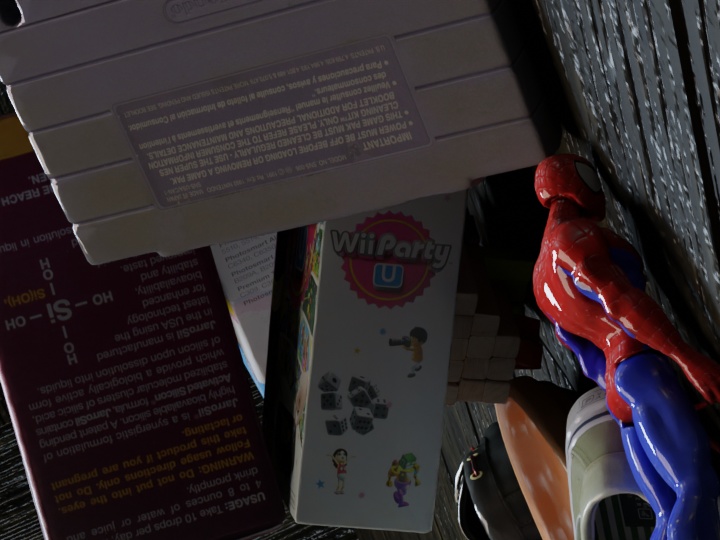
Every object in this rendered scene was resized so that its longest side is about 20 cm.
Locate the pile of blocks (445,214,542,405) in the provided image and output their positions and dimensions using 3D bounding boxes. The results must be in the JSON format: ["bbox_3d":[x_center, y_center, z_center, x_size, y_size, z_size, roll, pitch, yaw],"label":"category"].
[{"bbox_3d":[0.051,0.008,1.028,0.200,0.062,0.082,-136,51,-77],"label":"pile of blocks"}]

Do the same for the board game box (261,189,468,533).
[{"bbox_3d":[0.000,0.000,0.964,0.148,0.064,0.200,-149,65,-79],"label":"board game box"}]

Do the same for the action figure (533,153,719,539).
[{"bbox_3d":[0.102,0.047,0.759,0.065,0.052,0.200,95,154,-68],"label":"action figure"}]

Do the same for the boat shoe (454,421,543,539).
[{"bbox_3d":[0.079,0.121,1.206,0.074,0.063,0.201,62,175,2],"label":"boat shoe"}]

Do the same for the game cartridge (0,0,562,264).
[{"bbox_3d":[-0.037,-0.076,0.824,0.130,0.200,0.038,65,-153,-27],"label":"game cartridge"}]

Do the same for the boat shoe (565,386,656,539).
[{"bbox_3d":[0.111,0.136,0.852,0.062,0.072,0.200,-70,-33,-52],"label":"boat shoe"}]

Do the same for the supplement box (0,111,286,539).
[{"bbox_3d":[-0.110,0.029,0.977,0.131,0.103,0.200,149,105,-82],"label":"supplement box"}]

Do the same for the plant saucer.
[{"bbox_3d":[0.121,0.135,1.004,0.200,0.037,0.200,155,90,-85],"label":"plant saucer"}]

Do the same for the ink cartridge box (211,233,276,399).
[{"bbox_3d":[-0.035,-0.041,1.211,0.129,0.125,0.200,-122,10,-48],"label":"ink cartridge box"}]
